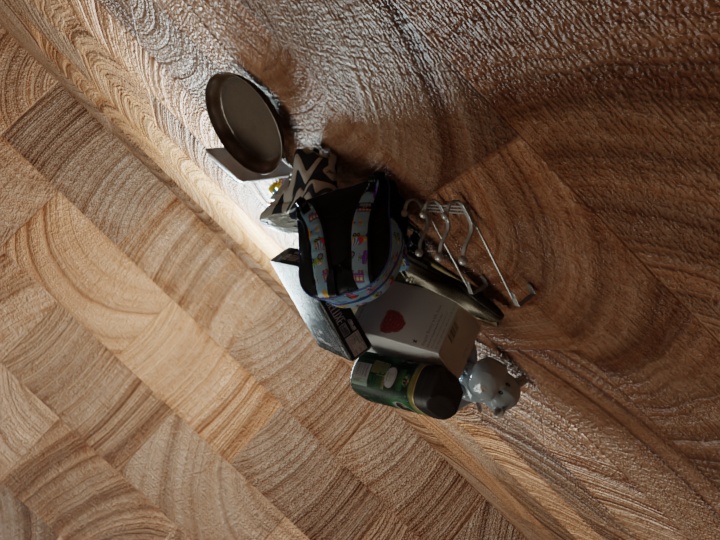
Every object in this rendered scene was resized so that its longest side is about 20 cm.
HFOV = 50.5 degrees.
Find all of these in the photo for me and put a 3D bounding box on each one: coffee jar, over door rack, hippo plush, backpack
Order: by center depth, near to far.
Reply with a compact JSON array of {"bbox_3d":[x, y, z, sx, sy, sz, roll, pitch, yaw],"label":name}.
[{"bbox_3d":[0.151,-0.020,1.138,0.200,0.067,0.147,48,168,-20],"label":"over door rack"},{"bbox_3d":[-0.008,-0.029,1.204,0.135,0.180,0.202,50,-150,-50],"label":"backpack"},{"bbox_3d":[0.083,0.207,1.377,0.198,0.086,0.104,6,158,44],"label":"coffee jar"},{"bbox_3d":[0.235,0.243,1.530,0.200,0.159,0.160,49,167,-25],"label":"hippo plush"}]

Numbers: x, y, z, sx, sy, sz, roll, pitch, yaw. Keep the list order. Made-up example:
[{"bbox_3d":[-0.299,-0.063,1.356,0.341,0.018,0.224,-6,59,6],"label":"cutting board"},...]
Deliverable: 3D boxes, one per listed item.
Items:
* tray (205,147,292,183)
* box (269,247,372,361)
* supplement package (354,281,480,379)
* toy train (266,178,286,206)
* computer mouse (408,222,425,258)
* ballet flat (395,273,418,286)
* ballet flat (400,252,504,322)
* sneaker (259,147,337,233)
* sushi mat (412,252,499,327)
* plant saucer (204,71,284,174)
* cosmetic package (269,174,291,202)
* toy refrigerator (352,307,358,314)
[{"bbox_3d":[-0.216,-0.208,1.517,0.107,0.022,0.199,41,-155,15],"label":"tray"},{"bbox_3d":[-0.074,0.059,1.380,0.202,0.049,0.157,61,161,-16],"label":"box"},{"bbox_3d":[0.100,0.108,1.424,0.198,0.122,0.120,12,154,34],"label":"supplement package"},{"bbox_3d":[-0.150,-0.137,1.733,0.150,0.056,0.200,48,167,-20],"label":"toy train"},{"bbox_3d":[0.038,-0.070,1.364,0.200,0.046,0.141,42,163,23],"label":"computer mouse"},{"bbox_3d":[0.093,0.051,1.564,0.070,0.071,0.200,39,167,18],"label":"ballet flat"},{"bbox_3d":[0.147,0.036,1.274,0.198,0.047,0.067,31,-168,11],"label":"ballet flat"},{"bbox_3d":[-0.104,-0.149,1.355,0.079,0.131,0.198,22,154,-27],"label":"sneaker"},{"bbox_3d":[0.167,0.030,1.380,0.199,0.012,0.096,35,166,36],"label":"sushi mat"},{"bbox_3d":[-0.206,-0.272,1.394,0.199,0.032,0.202,30,141,27],"label":"plant saucer"},{"bbox_3d":[-0.071,-0.103,1.492,0.200,0.102,0.071,48,166,-26],"label":"cosmetic package"},{"bbox_3d":[0.015,0.120,1.626,0.198,0.077,0.070,19,-176,-22],"label":"toy refrigerator"}]
